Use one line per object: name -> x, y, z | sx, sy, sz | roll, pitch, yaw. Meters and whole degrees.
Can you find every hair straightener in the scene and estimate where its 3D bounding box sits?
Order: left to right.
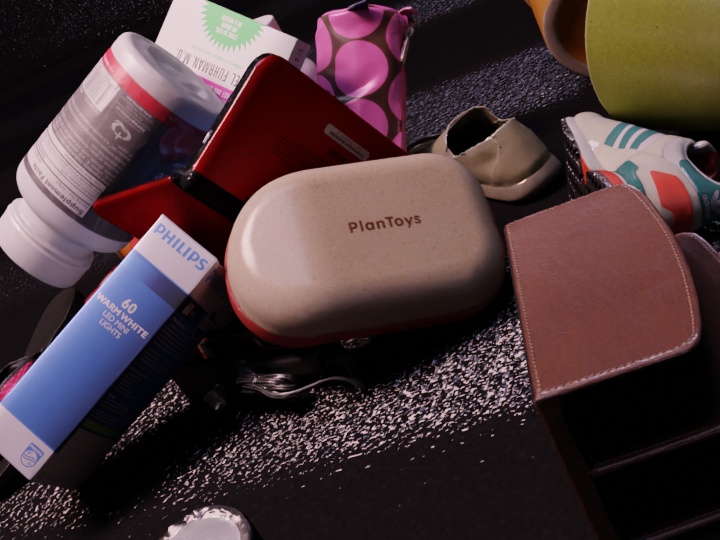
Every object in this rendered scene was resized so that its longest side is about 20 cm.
hair straightener -> -0.076, 0.085, 0.902 | 0.200, 0.041, 0.077 | 1, 36, 44

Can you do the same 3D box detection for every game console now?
game console -> -0.075, -0.063, 0.966 | 0.119, 0.200, 0.173 | 30, 88, 49

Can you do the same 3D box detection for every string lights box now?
string lights box -> -0.178, 0.064, 0.898 | 0.200, 0.059, 0.103 | -51, -13, -8

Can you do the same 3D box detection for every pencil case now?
pencil case -> 0.008, -0.132, 1.072 | 0.093, 0.201, 0.091 | 0, 5, 18

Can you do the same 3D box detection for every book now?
book -> -0.138, -0.126, 1.054 | 0.133, 0.201, 0.048 | 27, 7, 27

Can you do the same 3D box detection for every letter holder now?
letter holder -> 0.164, 0.031, 0.634 | 0.142, 0.101, 0.200 | -22, 22, 12

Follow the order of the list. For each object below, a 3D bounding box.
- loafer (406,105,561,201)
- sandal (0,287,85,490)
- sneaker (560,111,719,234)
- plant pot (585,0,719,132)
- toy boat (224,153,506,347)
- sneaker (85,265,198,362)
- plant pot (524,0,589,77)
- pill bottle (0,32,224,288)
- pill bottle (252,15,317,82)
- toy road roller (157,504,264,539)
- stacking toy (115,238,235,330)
loafer -> 0.096, -0.106, 1.064 | 0.076, 0.068, 0.200 | -38, 23, -24
sandal -> -0.293, 0.098, 1.031 | 0.075, 0.045, 0.201 | -15, 50, 45
sneaker -> 0.203, -0.068, 0.874 | 0.093, 0.071, 0.200 | -9, 21, 1
plant pot -> 0.295, -0.173, 0.858 | 0.187, 0.188, 0.200 | -39, 40, -26
toy boat -> 0.000, 0.000, 0.892 | 0.199, 0.131, 0.131 | -8, 61, -12
sneaker -> -0.197, 0.041, 1.090 | 0.200, 0.071, 0.113 | -13, 30, 40
plant pot -> 0.236, -0.286, 1.157 | 0.200, 0.200, 0.184 | -18, 39, 24
pill bottle -> -0.209, -0.085, 0.998 | 0.200, 0.111, 0.111 | -48, 18, 13
pill bottle -> -0.071, -0.131, 1.142 | 0.111, 0.200, 0.111 | -24, 22, 10
toy road roller -> -0.089, 0.211, 0.519 | 0.200, 0.123, 0.146 | -27, 33, 2
stacking toy -> -0.150, -0.010, 1.123 | 0.146, 0.146, 0.200 | -29, 40, -1
